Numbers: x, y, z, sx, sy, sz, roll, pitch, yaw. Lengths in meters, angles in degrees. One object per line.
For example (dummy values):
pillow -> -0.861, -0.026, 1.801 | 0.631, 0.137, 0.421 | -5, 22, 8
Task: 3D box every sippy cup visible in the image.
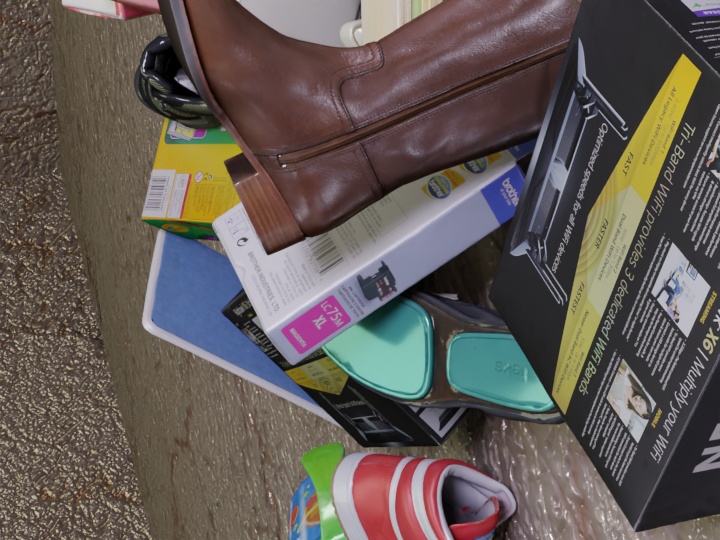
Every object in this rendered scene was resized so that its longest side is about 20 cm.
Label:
sippy cup -> -0.002, 0.224, 0.981 | 0.130, 0.139, 0.178 | -110, 37, -62

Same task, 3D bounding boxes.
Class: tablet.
tablet -> -0.083, 0.047, 1.000 | 0.014, 0.200, 0.130 | -48, 26, 30

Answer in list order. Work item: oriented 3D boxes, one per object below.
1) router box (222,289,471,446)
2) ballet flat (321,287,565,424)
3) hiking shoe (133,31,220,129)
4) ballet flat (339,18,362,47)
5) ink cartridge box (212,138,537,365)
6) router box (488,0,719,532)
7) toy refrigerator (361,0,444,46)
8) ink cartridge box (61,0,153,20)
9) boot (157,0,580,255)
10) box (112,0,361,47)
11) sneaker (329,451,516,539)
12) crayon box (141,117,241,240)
router box -> -0.013, 0.054, 0.873 | 0.157, 0.052, 0.200 | 44, 164, -5
ballet flat -> 0.060, 0.048, 0.706 | 0.200, 0.073, 0.073 | 11, 111, 45
hiking shoe -> -0.120, -0.147, 0.884 | 0.200, 0.101, 0.076 | 11, 83, 49
ballet flat -> 0.014, -0.178, 0.804 | 0.070, 0.065, 0.201 | -174, 74, -68
ink cartridge box -> 0.017, -0.043, 0.718 | 0.042, 0.200, 0.119 | 51, -175, -40
router box -> 0.131, -0.013, 0.533 | 0.157, 0.052, 0.200 | -117, 29, -43
toy refrigerator -> 0.045, -0.201, 0.657 | 0.070, 0.076, 0.201 | -146, 54, -69
ink cartridge box -> -0.153, -0.300, 1.020 | 0.085, 0.200, 0.146 | 17, 119, 36
boot -> 0.014, -0.119, 0.592 | 0.064, 0.200, 0.187 | -120, 7, -53
box -> -0.094, -0.236, 0.878 | 0.200, 0.109, 0.128 | 23, 101, 44
sneaker -> 0.066, 0.209, 0.835 | 0.112, 0.071, 0.200 | -11, 115, 43
crayon box -> -0.094, -0.125, 0.968 | 0.119, 0.058, 0.200 | 5, 80, 42
